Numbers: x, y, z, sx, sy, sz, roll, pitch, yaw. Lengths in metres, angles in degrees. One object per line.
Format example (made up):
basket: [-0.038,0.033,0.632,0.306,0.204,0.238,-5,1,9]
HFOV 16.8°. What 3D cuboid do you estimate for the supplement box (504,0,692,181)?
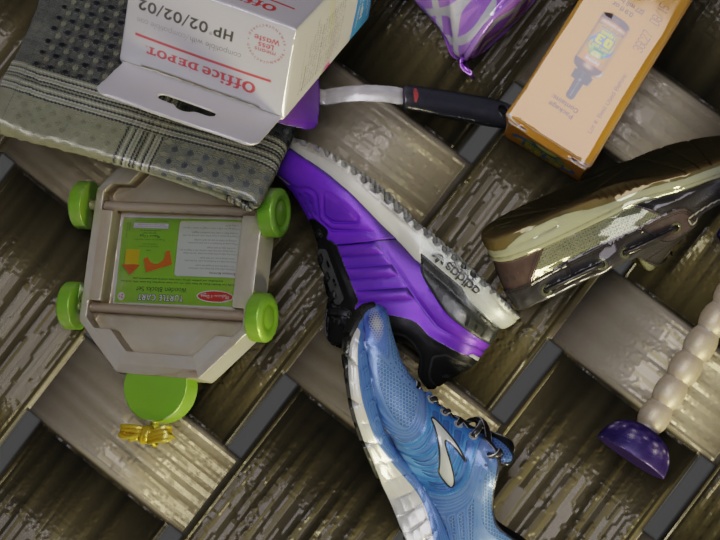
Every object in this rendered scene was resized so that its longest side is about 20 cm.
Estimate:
supplement box: [0.171,-0.161,1.603,0.066,0.069,0.201,32,83,3]

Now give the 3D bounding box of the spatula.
spatula: [0.011,-0.114,1.603,0.198,0.021,0.057,6,65,-15]

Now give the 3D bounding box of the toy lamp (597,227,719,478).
toy lamp: [0.225,0.035,1.567,0.058,0.058,0.201,31,83,11]

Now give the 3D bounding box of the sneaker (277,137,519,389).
sneaker: [0.000,0.000,1.595,0.200,0.070,0.100,41,95,15]

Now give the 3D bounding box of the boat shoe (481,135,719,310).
boat shoe: [0.177,-0.032,1.585,0.199,0.072,0.066,-20,107,-10]

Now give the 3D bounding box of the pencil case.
pencil case: [0.030,-0.227,1.624,0.200,0.084,0.086,43,91,11]

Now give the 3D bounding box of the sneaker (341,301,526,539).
sneaker: [0.048,0.109,1.551,0.089,0.079,0.201,-24,100,1]

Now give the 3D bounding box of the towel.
towel: [-0.129,-0.137,1.617,0.198,0.035,0.194,17,56,5]

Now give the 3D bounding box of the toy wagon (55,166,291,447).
toy wagon: [-0.126,0.016,1.606,0.154,0.040,0.202,3,82,24]

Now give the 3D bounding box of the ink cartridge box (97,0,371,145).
ink cartridge box: [-0.075,-0.165,1.537,0.114,0.200,0.068,19,125,11]
